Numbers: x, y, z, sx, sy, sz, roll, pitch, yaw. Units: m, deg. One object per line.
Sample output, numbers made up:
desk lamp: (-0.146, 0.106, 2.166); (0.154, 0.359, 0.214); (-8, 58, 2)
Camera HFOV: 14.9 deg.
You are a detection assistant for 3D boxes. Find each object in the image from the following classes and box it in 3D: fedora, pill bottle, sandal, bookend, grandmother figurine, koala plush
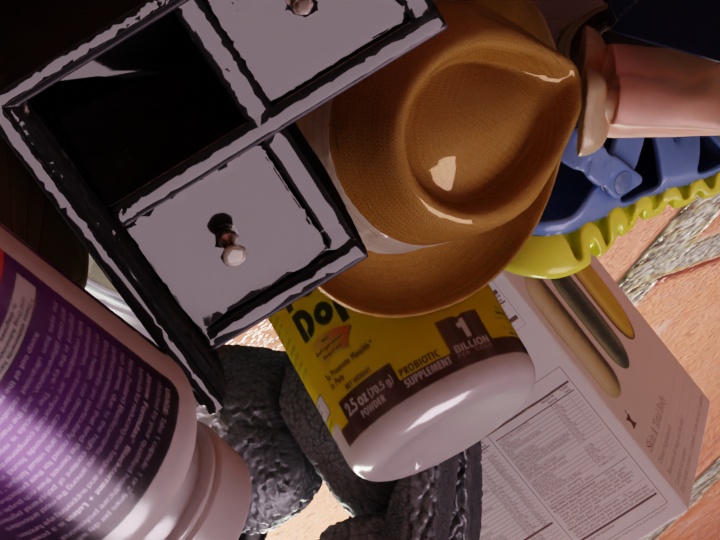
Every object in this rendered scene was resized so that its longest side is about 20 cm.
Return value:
fedora: (0.042, -0.071, 1.320); (0.200, 0.202, 0.082); (-16, -169, -37)
pill bottle: (-0.139, 0.060, 1.154); (0.111, 0.112, 0.200); (-36, 128, 18)
pill bottle: (0.000, 0.000, 1.423); (0.109, 0.201, 0.109); (-27, 162, -9)
sandal: (0.148, -0.075, 1.477); (0.200, 0.079, 0.087); (-34, 130, -29)
bookend: (-0.040, -0.076, 1.188); (0.198, 0.092, 0.200); (-30, 128, 3)
grandmother figurine: (0.207, -0.085, 1.360); (0.199, 0.122, 0.061); (5, 138, -1)
koala plush: (-0.038, 0.091, 1.544); (0.199, 0.185, 0.177); (5, -179, 13)

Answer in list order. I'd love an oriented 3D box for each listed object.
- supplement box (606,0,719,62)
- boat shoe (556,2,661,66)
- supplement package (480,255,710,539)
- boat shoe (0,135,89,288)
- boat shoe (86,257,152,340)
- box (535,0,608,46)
supplement box: (0.260, -0.172, 1.324); (0.199, 0.199, 0.135); (-14, 116, -41)
boat shoe: (0.192, -0.121, 1.445); (0.199, 0.074, 0.065); (-13, 175, -34)
supplement package: (0.090, 0.074, 1.675); (0.150, 0.200, 0.152); (-35, -168, 23)
boat shoe: (-0.193, -0.045, 1.175); (0.069, 0.071, 0.200); (-23, 137, 23)
boat shoe: (-0.104, -0.002, 1.463); (0.062, 0.072, 0.200); (-28, 162, 23)
box: (0.054, -0.082, 1.519); (0.116, 0.060, 0.200); (-10, 152, -48)
